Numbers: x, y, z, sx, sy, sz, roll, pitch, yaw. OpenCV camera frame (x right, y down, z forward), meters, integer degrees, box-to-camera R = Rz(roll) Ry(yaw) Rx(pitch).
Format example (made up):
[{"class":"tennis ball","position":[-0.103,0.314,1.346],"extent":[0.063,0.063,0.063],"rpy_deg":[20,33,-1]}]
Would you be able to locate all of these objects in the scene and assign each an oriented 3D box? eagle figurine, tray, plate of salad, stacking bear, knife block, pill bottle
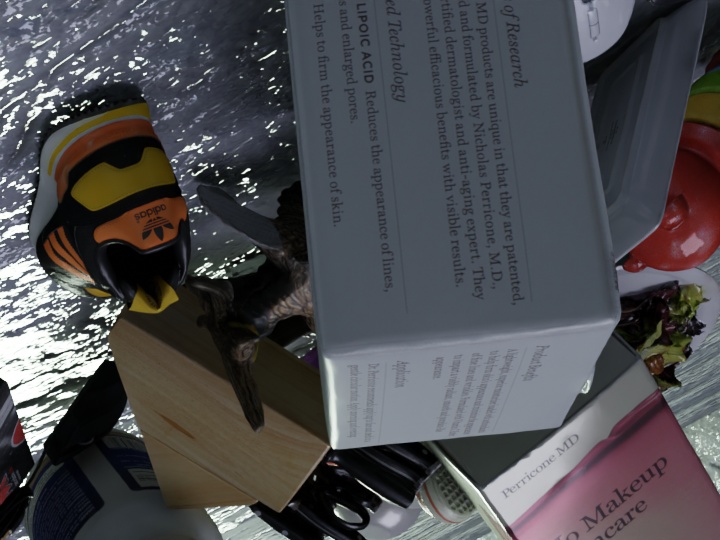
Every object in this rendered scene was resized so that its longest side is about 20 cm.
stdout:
[{"class":"eagle figurine","position":[0.000,0.004,0.980],"extent":[0.199,0.152,0.151],"rpy_deg":[-23,164,-9]},{"class":"tray","position":[0.160,-0.079,1.001],"extent":[0.107,0.022,0.201],"rpy_deg":[-47,-162,50]},{"class":"plate of salad","position":[0.157,0.061,1.123],"extent":[0.199,0.048,0.200],"rpy_deg":[-14,147,-9]},{"class":"stacking bear","position":[0.234,-0.073,1.056],"extent":[0.200,0.114,0.122],"rpy_deg":[-39,173,-31]},{"class":"knife block","position":[-0.048,0.090,1.035],"extent":[0.175,0.201,0.064],"rpy_deg":[-7,-151,15]},{"class":"pill bottle","position":[-0.156,0.189,1.115],"extent":[0.110,0.112,0.200],"rpy_deg":[-20,-158,-19]}]

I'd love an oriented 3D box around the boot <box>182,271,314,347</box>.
[{"class":"boot","position":[-0.052,0.033,1.156],"extent":[0.199,0.070,0.174],"rpy_deg":[-20,172,6]}]

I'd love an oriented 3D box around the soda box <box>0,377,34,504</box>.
[{"class":"soda box","position":[-0.257,0.110,1.040],"extent":[0.071,0.063,0.200],"rpy_deg":[-59,175,-20]}]

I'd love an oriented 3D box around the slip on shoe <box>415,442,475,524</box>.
[{"class":"slip on shoe","position":[0.034,0.110,1.154],"extent":[0.074,0.200,0.061],"rpy_deg":[34,109,-34]}]

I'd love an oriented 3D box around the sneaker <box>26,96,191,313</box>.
[{"class":"sneaker","position":[-0.128,-0.008,0.862],"extent":[0.070,0.090,0.200],"rpy_deg":[-20,163,-17]}]

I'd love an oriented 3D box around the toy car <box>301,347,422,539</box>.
[{"class":"toy car","position":[0.006,0.118,1.390],"extent":[0.149,0.176,0.200],"rpy_deg":[18,150,-12]}]

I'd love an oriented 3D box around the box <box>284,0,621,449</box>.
[{"class":"box","position":[0.037,-0.033,0.798],"extent":[0.130,0.201,0.199],"rpy_deg":[-5,162,-2]}]

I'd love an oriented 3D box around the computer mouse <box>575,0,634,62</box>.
[{"class":"computer mouse","position":[0.119,-0.152,0.872],"extent":[0.109,0.044,0.200],"rpy_deg":[-27,164,-1]}]

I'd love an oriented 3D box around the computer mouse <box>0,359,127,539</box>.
[{"class":"computer mouse","position":[-0.200,0.127,1.099],"extent":[0.059,0.034,0.200],"rpy_deg":[-49,-173,37]}]

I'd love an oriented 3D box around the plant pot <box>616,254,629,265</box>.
[{"class":"plant pot","position":[0.131,-0.012,1.167],"extent":[0.141,0.142,0.200],"rpy_deg":[-31,155,19]}]

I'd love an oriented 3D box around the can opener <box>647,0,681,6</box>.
[{"class":"can opener","position":[0.203,-0.167,0.856],"extent":[0.063,0.079,0.200],"rpy_deg":[-30,175,32]}]

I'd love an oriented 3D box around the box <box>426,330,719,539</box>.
[{"class":"box","position":[0.136,0.127,1.036],"extent":[0.128,0.109,0.200],"rpy_deg":[-39,128,-4]}]
